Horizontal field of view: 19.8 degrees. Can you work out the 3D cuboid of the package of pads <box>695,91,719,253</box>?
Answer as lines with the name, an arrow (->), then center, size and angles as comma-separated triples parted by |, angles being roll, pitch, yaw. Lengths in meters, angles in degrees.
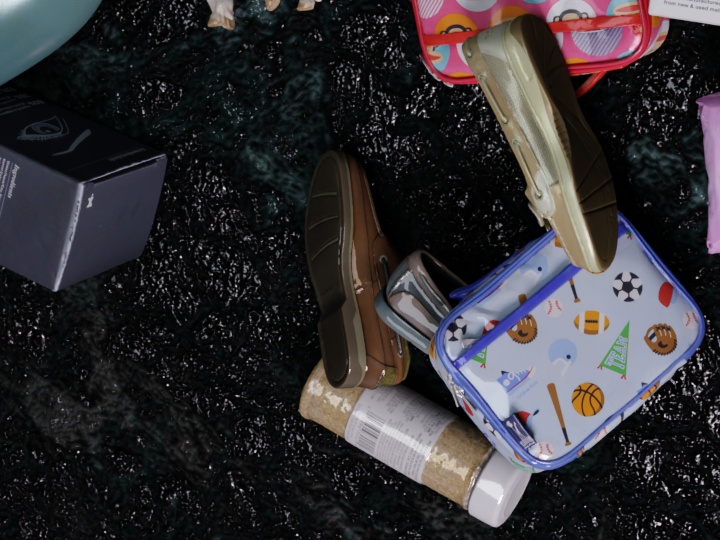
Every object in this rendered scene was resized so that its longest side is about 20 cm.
package of pads -> 0.352, -0.076, 1.527 | 0.199, 0.076, 0.122 | -1, 102, 26

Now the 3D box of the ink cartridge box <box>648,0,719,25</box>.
ink cartridge box -> 0.275, -0.284, 1.476 | 0.083, 0.144, 0.202 | 12, 107, 23

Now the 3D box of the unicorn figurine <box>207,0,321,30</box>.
unicorn figurine -> -0.110, -0.275, 1.715 | 0.198, 0.074, 0.139 | -10, 88, 13

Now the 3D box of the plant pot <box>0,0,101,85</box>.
plant pot -> -0.308, -0.263, 1.743 | 0.160, 0.201, 0.202 | -21, 92, 17

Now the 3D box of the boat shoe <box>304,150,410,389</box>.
boat shoe -> 0.000, 0.000, 1.724 | 0.072, 0.068, 0.202 | -16, 76, 62

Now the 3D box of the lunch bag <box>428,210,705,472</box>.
lunch bag -> 0.155, 0.052, 1.605 | 0.200, 0.076, 0.161 | -38, 87, -9

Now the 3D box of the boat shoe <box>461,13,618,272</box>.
boat shoe -> 0.138, -0.091, 1.562 | 0.063, 0.073, 0.202 | -17, 100, 31

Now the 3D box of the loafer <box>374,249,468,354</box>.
loafer -> 0.107, 0.057, 1.660 | 0.199, 0.072, 0.063 | 31, 120, -2

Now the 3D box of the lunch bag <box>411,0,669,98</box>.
lunch bag -> 0.138, -0.217, 1.600 | 0.199, 0.082, 0.178 | -4, 105, 27

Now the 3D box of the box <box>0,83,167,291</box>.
box -> -0.295, -0.079, 1.799 | 0.199, 0.148, 0.105 | 25, 112, 19

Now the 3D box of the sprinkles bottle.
sprinkles bottle -> 0.046, 0.139, 1.730 | 0.199, 0.068, 0.069 | 29, 113, 17
